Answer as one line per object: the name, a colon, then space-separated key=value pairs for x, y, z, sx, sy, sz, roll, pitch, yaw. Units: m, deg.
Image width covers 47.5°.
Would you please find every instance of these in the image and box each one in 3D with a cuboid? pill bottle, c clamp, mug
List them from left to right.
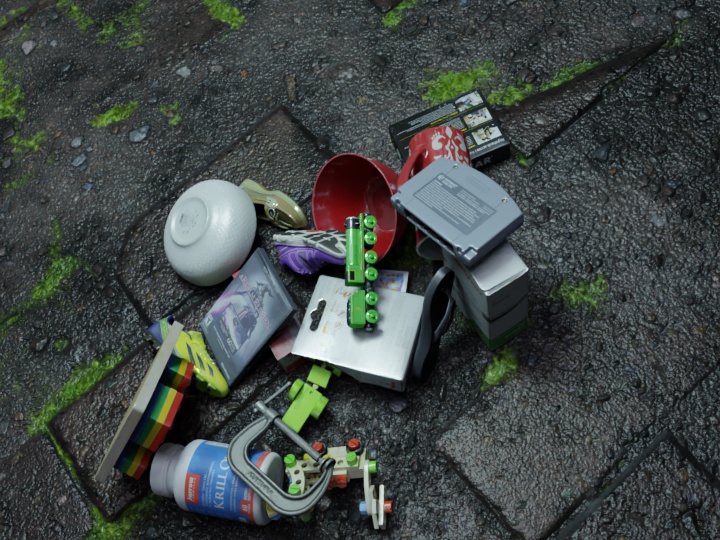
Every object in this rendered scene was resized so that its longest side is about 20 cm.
pill bottle: x=-0.230 y=0.334 z=1.307 sx=0.195 sy=0.113 sz=0.115 roll=5 pitch=62 yaw=15
c clamp: x=-0.113 y=0.274 z=1.257 sx=0.169 sy=0.027 sz=0.199 roll=-32 pitch=56 yaw=-30
mug: x=0.143 y=-0.145 z=1.422 sx=0.130 sy=0.177 sz=0.205 roll=-13 pitch=67 yaw=16

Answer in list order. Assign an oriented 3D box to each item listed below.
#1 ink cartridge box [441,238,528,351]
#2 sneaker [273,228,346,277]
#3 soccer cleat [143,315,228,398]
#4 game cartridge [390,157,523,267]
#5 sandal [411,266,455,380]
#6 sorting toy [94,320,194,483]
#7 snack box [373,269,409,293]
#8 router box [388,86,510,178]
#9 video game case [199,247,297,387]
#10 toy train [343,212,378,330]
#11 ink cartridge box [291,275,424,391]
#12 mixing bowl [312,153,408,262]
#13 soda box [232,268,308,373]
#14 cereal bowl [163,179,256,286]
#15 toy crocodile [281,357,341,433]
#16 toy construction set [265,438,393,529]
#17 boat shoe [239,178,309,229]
ink cartridge box: x=0.204 y=0.016 z=1.337 sx=0.083 sy=0.201 sz=0.147 roll=-29 pitch=60 yaw=-7
sneaker: x=-0.078 y=-0.028 z=1.468 sx=0.079 sy=0.086 sz=0.198 roll=-16 pitch=15 yaw=-37
soccer cleat: x=-0.298 y=0.148 z=1.452 sx=0.198 sy=0.065 sz=0.084 roll=34 pitch=59 yaw=23
game cartridge: x=0.154 y=-0.099 z=1.277 sx=0.133 sy=0.041 sz=0.200 roll=-38 pitch=49 yaw=-11
sandal: x=0.130 y=0.088 z=1.338 sx=0.042 sy=0.205 sz=0.076 roll=21 pitch=27 yaw=27
sorting toy: x=-0.337 y=0.224 z=1.334 sx=0.069 sy=0.201 sz=0.201 roll=27 pitch=35 yaw=-11
snack box: x=0.039 y=0.093 z=1.431 sx=0.070 sy=0.024 sz=0.204 roll=4 pitch=63 yaw=13
router box: x=0.170 y=-0.249 z=1.575 sx=0.196 sy=0.051 sz=0.151 roll=-23 pitch=61 yaw=-1
video game case: x=-0.200 y=0.082 z=1.429 sx=0.201 sy=0.019 sz=0.144 roll=-50 pitch=56 yaw=25
toy train: x=0.000 y=0.000 z=1.367 sx=0.055 sy=0.042 sz=0.205 roll=1 pitch=73 yaw=-10
ink cartridge box: x=0.001 y=0.104 z=1.385 sx=0.195 sy=0.051 sz=0.165 roll=10 pitch=59 yaw=16
mixing bowl: x=0.018 y=-0.115 z=1.475 sx=0.199 sy=0.203 sz=0.107 roll=38 pitch=34 yaw=27
soda box: x=-0.154 y=0.077 z=1.458 sx=0.069 sy=0.064 sz=0.202 roll=-30 pitch=59 yaw=-4
cereal bowl: x=-0.294 y=-0.079 z=1.526 sx=0.196 sy=0.083 sz=0.205 roll=-10 pitch=69 yaw=27
toy crocodile: x=-0.072 y=0.187 z=1.387 sx=0.066 sy=0.062 sz=0.203 roll=27 pitch=74 yaw=6
toy construction set: x=-0.044 y=0.336 z=1.278 sx=0.195 sy=0.094 sz=0.132 roll=5 pitch=37 yaw=5
boat shoe: x=-0.175 y=-0.115 z=1.549 sx=0.199 sy=0.074 sz=0.063 roll=29 pitch=69 yaw=38
